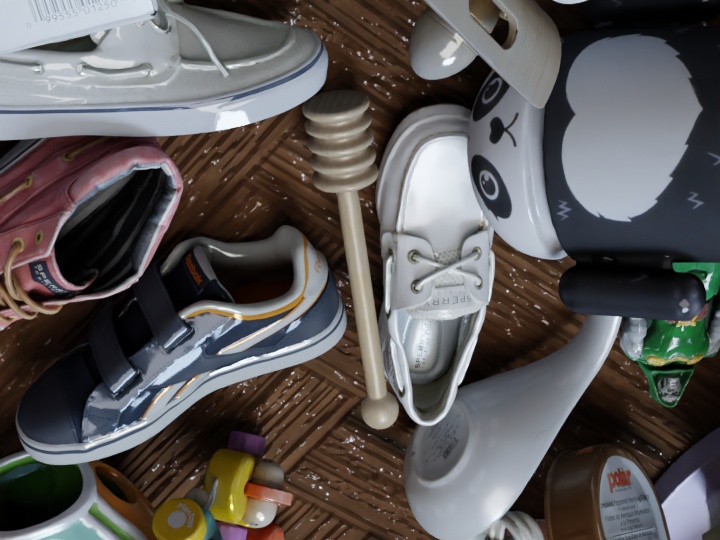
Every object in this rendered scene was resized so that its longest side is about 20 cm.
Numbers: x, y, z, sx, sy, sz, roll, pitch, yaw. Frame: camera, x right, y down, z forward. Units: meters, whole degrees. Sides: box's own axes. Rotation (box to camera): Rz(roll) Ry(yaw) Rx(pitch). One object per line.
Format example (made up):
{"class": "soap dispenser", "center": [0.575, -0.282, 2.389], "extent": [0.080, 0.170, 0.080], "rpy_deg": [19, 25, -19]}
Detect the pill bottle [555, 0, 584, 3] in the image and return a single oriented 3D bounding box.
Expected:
{"class": "pill bottle", "center": [0.052, -0.213, 0.951], "extent": [0.111, 0.112, 0.199], "rpy_deg": [-42, 126, 20]}

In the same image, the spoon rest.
{"class": "spoon rest", "center": [0.094, 0.075, 1.211], "extent": [0.060, 0.099, 0.201], "rpy_deg": [24, 107, -35]}

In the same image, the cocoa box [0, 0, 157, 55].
{"class": "cocoa box", "center": [-0.204, -0.178, 0.904], "extent": [0.198, 0.132, 0.134], "rpy_deg": [-14, 130, -2]}

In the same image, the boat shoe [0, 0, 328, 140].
{"class": "boat shoe", "center": [-0.117, -0.121, 1.016], "extent": [0.200, 0.075, 0.087], "rpy_deg": [-3, 125, 1]}

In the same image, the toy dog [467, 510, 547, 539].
{"class": "toy dog", "center": [0.122, 0.203, 1.285], "extent": [0.096, 0.131, 0.202], "rpy_deg": [-30, 111, -29]}

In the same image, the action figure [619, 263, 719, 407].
{"class": "action figure", "center": [0.193, -0.001, 1.194], "extent": [0.117, 0.055, 0.201], "rpy_deg": [-1, 128, -6]}

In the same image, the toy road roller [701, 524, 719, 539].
{"class": "toy road roller", "center": [0.284, 0.222, 1.219], "extent": [0.122, 0.146, 0.201], "rpy_deg": [-29, 91, 8]}

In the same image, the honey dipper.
{"class": "honey dipper", "center": [0.000, 0.000, 1.124], "extent": [0.038, 0.038, 0.202], "rpy_deg": [-11, 114, -5]}

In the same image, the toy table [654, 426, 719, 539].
{"class": "toy table", "center": [0.267, 0.186, 1.319], "extent": [0.182, 0.118, 0.201], "rpy_deg": [17, 121, -25]}

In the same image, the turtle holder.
{"class": "turtle holder", "center": [-0.202, 0.175, 1.185], "extent": [0.183, 0.142, 0.133], "rpy_deg": [-3, 131, 5]}

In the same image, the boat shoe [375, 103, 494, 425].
{"class": "boat shoe", "center": [0.047, 0.002, 1.148], "extent": [0.070, 0.070, 0.201], "rpy_deg": [-5, 128, -7]}

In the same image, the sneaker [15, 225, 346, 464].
{"class": "sneaker", "center": [-0.108, 0.034, 1.132], "extent": [0.199, 0.079, 0.080], "rpy_deg": [-26, 136, -8]}

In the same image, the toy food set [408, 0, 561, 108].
{"class": "toy food set", "center": [-0.010, -0.150, 0.914], "extent": [0.061, 0.199, 0.143], "rpy_deg": [-56, 147, 1]}

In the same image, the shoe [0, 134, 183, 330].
{"class": "shoe", "center": [-0.179, -0.004, 1.037], "extent": [0.200, 0.091, 0.072], "rpy_deg": [-43, 124, -3]}

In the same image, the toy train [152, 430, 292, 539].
{"class": "toy train", "center": [-0.073, 0.183, 1.204], "extent": [0.055, 0.200, 0.152], "rpy_deg": [8, 107, 17]}

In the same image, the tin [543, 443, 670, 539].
{"class": "tin", "center": [0.162, 0.204, 1.225], "extent": [0.042, 0.202, 0.112], "rpy_deg": [-17, 170, 25]}

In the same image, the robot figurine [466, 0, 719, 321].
{"class": "robot figurine", "center": [0.153, -0.065, 1.056], "extent": [0.198, 0.151, 0.126], "rpy_deg": [1, 130, 24]}
